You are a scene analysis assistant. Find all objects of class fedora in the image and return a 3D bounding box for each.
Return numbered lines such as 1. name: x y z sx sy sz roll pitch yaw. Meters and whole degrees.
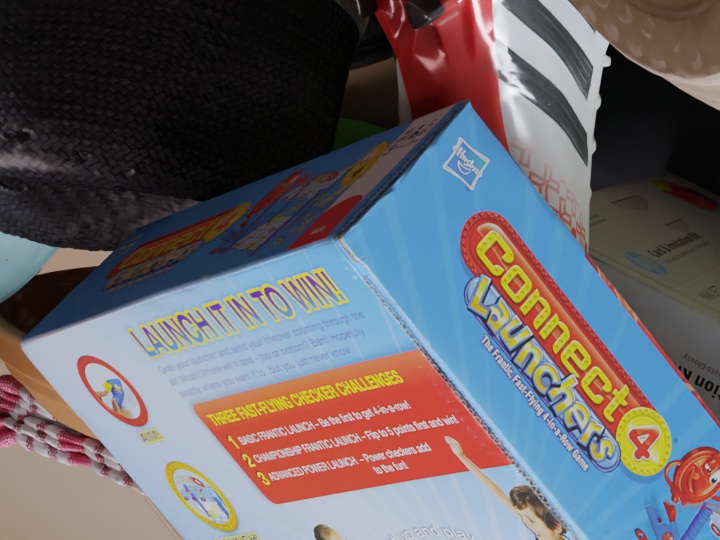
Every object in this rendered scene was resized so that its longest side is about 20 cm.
1. fedora: -0.077 -0.058 0.857 0.200 0.092 0.201 4 165 1

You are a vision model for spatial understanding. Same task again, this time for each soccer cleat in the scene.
1. soccer cleat: 0.040 -0.048 0.759 0.068 0.085 0.201 18 135 39

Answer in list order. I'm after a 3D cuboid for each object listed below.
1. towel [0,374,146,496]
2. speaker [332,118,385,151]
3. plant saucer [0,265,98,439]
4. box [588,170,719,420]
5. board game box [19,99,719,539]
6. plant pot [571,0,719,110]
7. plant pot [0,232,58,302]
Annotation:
1. towel: -0.032 0.070 1.056 0.200 0.146 0.030 20 109 47
2. speaker: 0.000 0.000 0.948 0.088 0.088 0.200 43 -177 -14
3. plant saucer: -0.043 0.037 1.049 0.200 0.200 0.038 15 104 37
4. box: 0.151 0.034 0.852 0.200 0.041 0.156 29 -163 16
5. board game box: 0.022 0.063 0.771 0.196 0.056 0.200 51 151 -13
6. plant pot: 0.100 -0.106 0.647 0.201 0.093 0.201 38 141 40
7. plant pot: -0.180 -0.087 1.008 0.188 0.201 0.200 33 156 -19
